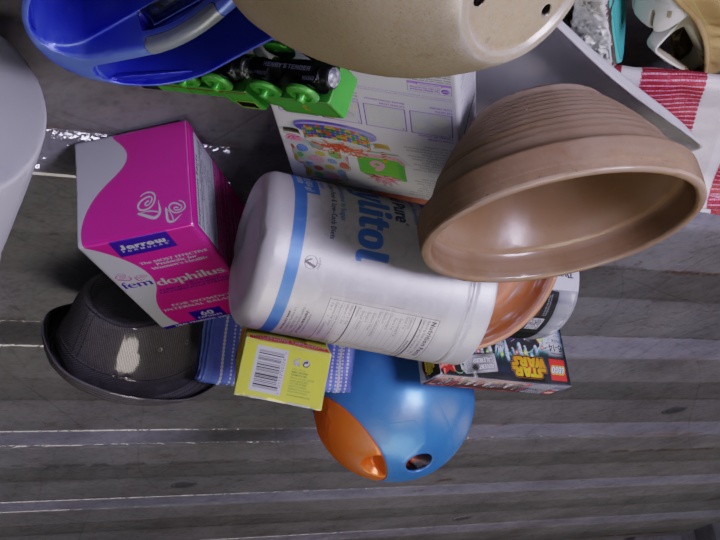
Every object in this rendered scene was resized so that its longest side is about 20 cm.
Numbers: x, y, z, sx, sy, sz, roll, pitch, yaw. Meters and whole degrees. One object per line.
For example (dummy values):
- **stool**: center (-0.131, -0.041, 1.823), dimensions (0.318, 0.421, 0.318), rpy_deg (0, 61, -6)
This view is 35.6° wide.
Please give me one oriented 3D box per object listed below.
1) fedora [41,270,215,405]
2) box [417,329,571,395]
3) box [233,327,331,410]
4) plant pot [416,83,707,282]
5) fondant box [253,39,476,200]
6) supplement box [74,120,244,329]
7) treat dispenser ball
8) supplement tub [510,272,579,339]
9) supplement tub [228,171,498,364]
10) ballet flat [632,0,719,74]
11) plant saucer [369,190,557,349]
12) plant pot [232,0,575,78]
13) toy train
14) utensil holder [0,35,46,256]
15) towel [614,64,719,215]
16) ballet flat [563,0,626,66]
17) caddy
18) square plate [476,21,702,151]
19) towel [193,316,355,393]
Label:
- **fedora**: center (-0.222, 0.053, 1.139), dimensions (0.200, 0.177, 0.090), rpy_deg (-6, 129, -48)
- **box**: center (0.146, 0.066, 1.277), dimensions (0.200, 0.137, 0.040), rpy_deg (8, 154, -35)
- **box**: center (-0.070, 0.075, 0.971), dimensions (0.075, 0.050, 0.200), rpy_deg (12, -177, -5)
- **plant pot**: center (0.135, -0.068, 0.797), dimensions (0.200, 0.093, 0.201), rpy_deg (-8, 159, -3)
- **fondant box**: center (0.010, -0.127, 0.835), dimensions (0.144, 0.058, 0.200), rpy_deg (11, 158, 10)
- **supplement box**: center (-0.164, -0.034, 0.986), dimensions (0.101, 0.104, 0.200), rpy_deg (-11, 155, 8)
- **treat dispenser ball**: center (0.039, 0.155, 1.359), dimensions (0.200, 0.201, 0.201), rpy_deg (-7, 156, -3)
- **supplement tub**: center (0.113, 0.005, 1.145), dimensions (0.199, 0.123, 0.123), rpy_deg (6, 152, -31)
- **supplement tub**: center (0.000, 0.000, 0.935), dimensions (0.199, 0.132, 0.132), rpy_deg (11, 151, -17)
- **ballet flat**: center (0.232, -0.187, 0.811), dimensions (0.063, 0.069, 0.200), rpy_deg (-41, 147, 13)
- **plant saucer**: center (0.089, -0.024, 1.037), dimensions (0.199, 0.201, 0.037), rpy_deg (-4, -166, -12)
- **plant pot**: center (0.041, -0.178, 0.578), dimensions (0.200, 0.134, 0.201), rpy_deg (-30, 143, -25)
- **toy train**: center (-0.091, -0.135, 0.763), dimensions (0.200, 0.042, 0.056), rpy_deg (12, 168, 32)
- **utensil holder**: center (-0.320, -0.066, 0.782), dimensions (0.169, 0.170, 0.200), rpy_deg (4, 150, -28)
- **towel**: center (0.290, -0.096, 0.892), dimensions (0.199, 0.023, 0.144), rpy_deg (7, 141, 7)
- **ballet flat**: center (0.154, -0.200, 0.775), dimensions (0.072, 0.072, 0.200), rpy_deg (-11, 156, 5)
- **caddy**: center (-0.108, -0.180, 0.667), dimensions (0.200, 0.105, 0.141), rpy_deg (-21, 153, 26)
- **square plate**: center (0.126, -0.130, 0.860), dimensions (0.200, 0.029, 0.198), rpy_deg (30, 155, -31)
- **towel**: center (-0.078, 0.052, 1.170), dimensions (0.200, 0.145, 0.024), rpy_deg (9, 179, -38)
